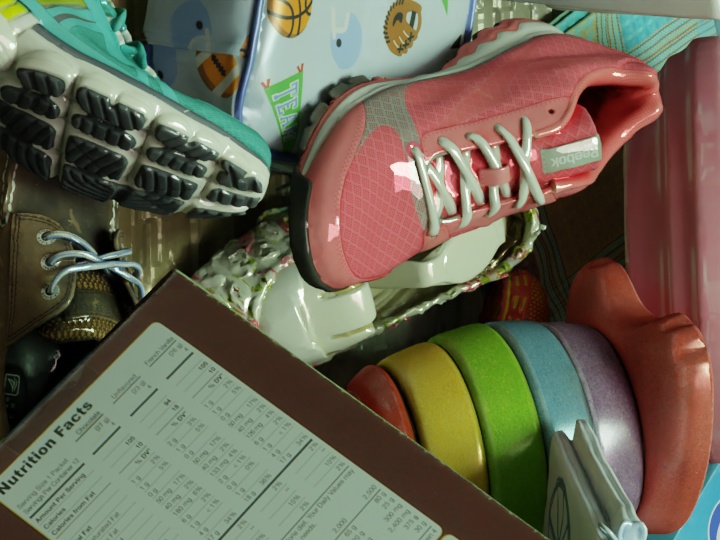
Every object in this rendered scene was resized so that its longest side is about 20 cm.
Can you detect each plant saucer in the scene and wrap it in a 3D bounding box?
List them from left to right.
[{"bbox_3d":[0.152,-0.009,1.065,0.201,0.051,0.201,-1,90,-81],"label":"plant saucer"}]

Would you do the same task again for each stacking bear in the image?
[{"bbox_3d":[0.034,0.075,0.958,0.199,0.121,0.114,-9,111,-16],"label":"stacking bear"}]

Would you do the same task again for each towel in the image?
[{"bbox_3d":[0.123,-0.066,1.129,0.200,0.022,0.147,-39,122,-31],"label":"towel"}]

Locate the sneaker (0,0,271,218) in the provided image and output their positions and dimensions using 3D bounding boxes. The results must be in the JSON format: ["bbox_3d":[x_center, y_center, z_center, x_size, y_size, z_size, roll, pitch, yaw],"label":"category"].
[{"bbox_3d":[-0.113,-0.090,0.826,0.200,0.077,0.080,34,60,-11],"label":"sneaker"}]

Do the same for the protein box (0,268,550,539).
[{"bbox_3d":[-0.038,0.148,0.809,0.135,0.200,0.199,-46,162,-29],"label":"protein box"}]

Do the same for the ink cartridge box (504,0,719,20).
[{"bbox_3d":[0.136,-0.233,1.022,0.147,0.144,0.201,-31,119,-36],"label":"ink cartridge box"}]

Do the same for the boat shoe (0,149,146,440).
[{"bbox_3d":[-0.117,0.012,0.881,0.072,0.072,0.201,4,95,-42],"label":"boat shoe"}]

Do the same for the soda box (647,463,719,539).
[{"bbox_3d":[0.146,0.151,1.162,0.200,0.068,0.064,-55,131,-21],"label":"soda box"}]

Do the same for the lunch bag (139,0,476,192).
[{"bbox_3d":[-0.011,-0.130,0.954,0.160,0.075,0.201,7,94,-49],"label":"lunch bag"}]

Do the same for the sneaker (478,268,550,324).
[{"bbox_3d":[0.084,0.092,1.076,0.073,0.077,0.201,-85,173,-67],"label":"sneaker"}]

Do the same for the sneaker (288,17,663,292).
[{"bbox_3d":[0.051,-0.052,0.922,0.200,0.087,0.074,-35,124,-40],"label":"sneaker"}]

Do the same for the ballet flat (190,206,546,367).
[{"bbox_3d":[0.000,0.000,0.988,0.200,0.064,0.076,-29,117,-31],"label":"ballet flat"}]

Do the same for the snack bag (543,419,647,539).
[{"bbox_3d":[0.087,0.177,0.845,0.021,0.200,0.189,3,107,-5],"label":"snack bag"}]
